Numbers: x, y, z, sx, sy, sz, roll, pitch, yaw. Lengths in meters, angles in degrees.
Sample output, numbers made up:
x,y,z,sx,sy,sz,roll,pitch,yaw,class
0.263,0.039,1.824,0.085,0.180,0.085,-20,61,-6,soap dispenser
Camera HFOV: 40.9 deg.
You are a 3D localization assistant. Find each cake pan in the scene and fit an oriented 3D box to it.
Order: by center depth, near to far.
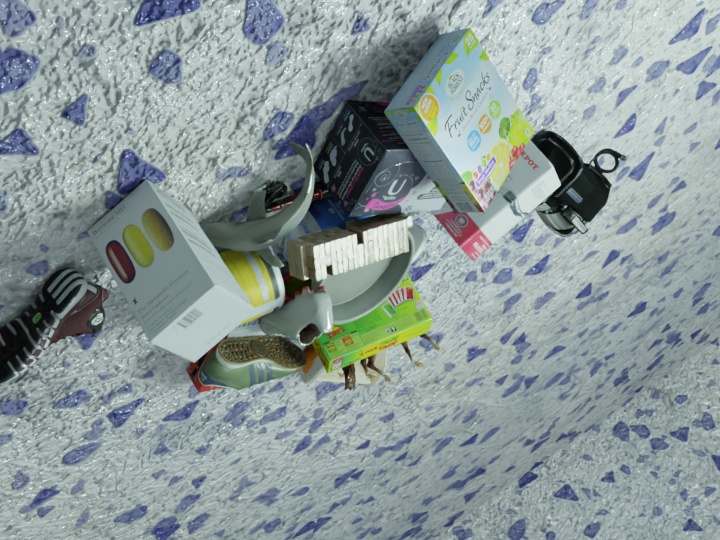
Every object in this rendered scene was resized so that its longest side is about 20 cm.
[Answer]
x,y,z,sx,sy,sz,roll,pitch,yaw,class
0.000,0.000,1.559,0.200,0.037,0.201,-30,146,-23,cake pan

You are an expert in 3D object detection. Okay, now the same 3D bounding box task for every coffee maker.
x,y,z,sx,sy,sz,roll,pitch,yaw,class
0.378,-0.178,1.791,0.200,0.134,0.193,27,89,-59,coffee maker

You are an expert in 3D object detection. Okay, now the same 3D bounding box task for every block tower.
x,y,z,sx,sy,sz,roll,pitch,yaw,class
-0.012,-0.037,1.420,0.199,0.054,0.058,-20,116,-35,block tower

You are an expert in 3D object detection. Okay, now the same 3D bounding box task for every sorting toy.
x,y,z,sx,sy,sz,roll,pitch,yaw,class
-0.005,0.124,1.780,0.180,0.107,0.200,-42,151,22,sorting toy

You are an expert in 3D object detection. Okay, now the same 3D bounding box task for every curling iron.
x,y,z,sx,sy,sz,roll,pitch,yaw,class
-0.069,-0.123,1.461,0.199,0.026,0.050,-15,147,-35,curling iron

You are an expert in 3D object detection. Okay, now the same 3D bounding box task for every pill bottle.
x,y,z,sx,sy,sz,roll,pitch,yaw,class
-0.221,0.039,1.440,0.199,0.112,0.112,-22,148,-24,pill bottle

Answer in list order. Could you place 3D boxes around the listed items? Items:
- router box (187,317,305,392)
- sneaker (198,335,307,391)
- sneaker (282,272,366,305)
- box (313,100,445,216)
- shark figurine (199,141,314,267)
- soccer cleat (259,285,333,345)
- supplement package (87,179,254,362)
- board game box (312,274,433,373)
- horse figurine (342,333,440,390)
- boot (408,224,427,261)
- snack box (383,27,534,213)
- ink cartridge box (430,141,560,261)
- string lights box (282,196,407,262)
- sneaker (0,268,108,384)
x,y,z,sx,sy,sz,roll,pitch,yaw,class
-0.178,0.119,1.663,0.199,0.049,0.180,-7,139,-42,router box
-0.185,0.159,1.605,0.090,0.067,0.200,-44,151,27,sneaker
-0.061,0.014,1.592,0.199,0.077,0.085,-26,171,-20,sneaker
0.053,-0.165,1.444,0.199,0.115,0.132,-6,138,-42,box
-0.117,-0.075,1.362,0.214,0.128,0.090,-40,-168,14,shark figurine
-0.103,0.084,1.508,0.069,0.078,0.200,-4,166,-31,soccer cleat
-0.249,0.000,1.264,0.114,0.200,0.110,-40,151,5,supplement package
0.012,0.089,1.652,0.199,0.102,0.048,-21,154,-18,board game box
0.043,0.132,1.692,0.199,0.133,0.050,-25,137,-16,horse figurine
0.050,-0.008,1.724,0.200,0.073,0.090,-39,159,20,boot
0.145,-0.210,1.373,0.200,0.067,0.169,49,60,-30,snack box
0.213,-0.141,1.620,0.200,0.145,0.084,-41,152,7,ink cartridge box
-0.023,-0.072,1.549,0.199,0.059,0.103,-23,148,-25,string lights box
-0.422,0.090,1.338,0.200,0.076,0.115,-43,153,9,sneaker
